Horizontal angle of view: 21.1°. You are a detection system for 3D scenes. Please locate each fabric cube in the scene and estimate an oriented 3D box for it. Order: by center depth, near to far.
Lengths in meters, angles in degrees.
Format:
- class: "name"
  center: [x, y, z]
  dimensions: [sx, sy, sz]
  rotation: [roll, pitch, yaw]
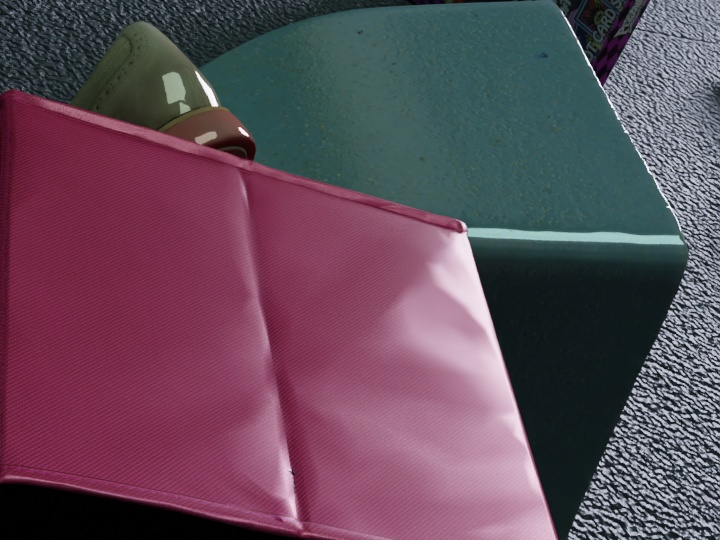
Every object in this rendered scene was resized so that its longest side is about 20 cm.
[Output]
- class: "fabric cube"
  center: [-0.068, 0.090, 0.691]
  dimensions: [0.198, 0.197, 0.200]
  rotation: [14, 35, -20]

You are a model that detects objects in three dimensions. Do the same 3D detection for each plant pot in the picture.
- class: "plant pot"
  center: [0.000, 0.000, 0.888]
  dimensions: [0.198, 0.197, 0.197]
  rotation: [2, 39, -19]

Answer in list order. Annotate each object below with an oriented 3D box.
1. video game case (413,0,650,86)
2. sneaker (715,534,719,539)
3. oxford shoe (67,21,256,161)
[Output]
- class: "video game case"
  center: [0.120, -0.224, 1.271]
  dimensions: [0.036, 0.201, 0.181]
  rotation: [-13, 51, -44]
- class: "sneaker"
  center: [0.271, 0.117, 0.989]
  dimensions: [0.199, 0.115, 0.075]
  rotation: [-5, 45, -42]
- class: "oxford shoe"
  center: [-0.121, -0.020, 0.795]
  dimensions: [0.070, 0.200, 0.075]
  rotation: [-7, 60, -55]
